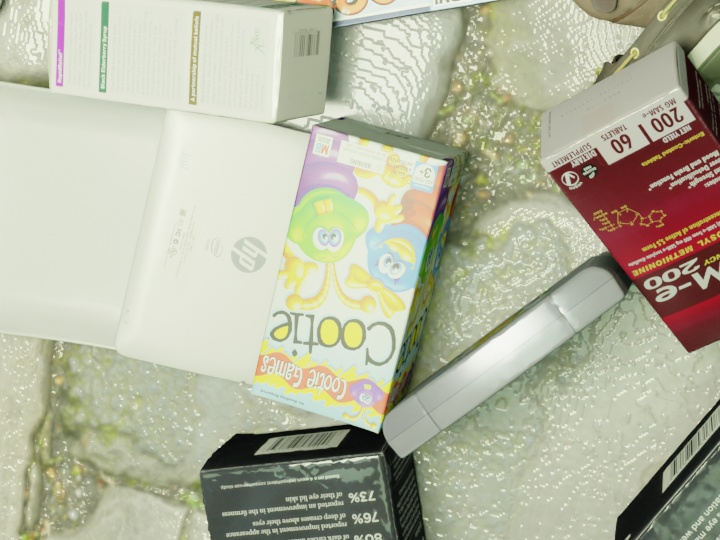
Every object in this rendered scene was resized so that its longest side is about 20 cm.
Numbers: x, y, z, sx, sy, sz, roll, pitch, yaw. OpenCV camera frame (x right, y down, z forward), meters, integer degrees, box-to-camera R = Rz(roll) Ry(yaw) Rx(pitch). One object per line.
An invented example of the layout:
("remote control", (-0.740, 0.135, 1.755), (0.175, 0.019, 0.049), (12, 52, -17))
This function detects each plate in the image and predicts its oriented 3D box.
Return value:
("plate", (-0.229, -0.044, 1.183), (0.198, 0.032, 0.202), (7, 100, 11))

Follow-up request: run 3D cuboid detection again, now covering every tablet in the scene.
("tablet", (-0.106, -0.018, 1.150), (0.129, 0.014, 0.202), (13, 100, -8))

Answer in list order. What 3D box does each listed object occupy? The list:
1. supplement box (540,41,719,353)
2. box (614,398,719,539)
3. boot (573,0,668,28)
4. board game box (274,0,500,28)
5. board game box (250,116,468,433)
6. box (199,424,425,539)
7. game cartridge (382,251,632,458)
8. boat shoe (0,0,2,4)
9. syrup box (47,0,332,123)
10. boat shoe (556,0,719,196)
("supplement box", (0.219, -0.045, 1.020), (0.108, 0.061, 0.200), (-27, 121, 27))
("box", (0.314, 0.185, 1.059), (0.200, 0.117, 0.197), (39, 104, 5))
("boot", (0.216, -0.256, 1.024), (0.145, 0.070, 0.201), (25, 114, -6))
("board game box", (0.014, -0.251, 1.096), (0.198, 0.034, 0.137), (-8, 97, 14))
("board game box", (0.000, 0.000, 1.104), (0.104, 0.103, 0.202), (15, 102, 9))
("box", (-0.027, 0.227, 1.146), (0.146, 0.104, 0.202), (-6, 98, 13))
("game cartridge", (0.105, 0.057, 1.076), (0.199, 0.133, 0.041), (-38, 90, 14))
("boat shoe", (-0.285, -0.243, 1.149), (0.199, 0.071, 0.092), (-20, 96, 21))
("syrup box", (-0.126, -0.161, 1.094), (0.198, 0.079, 0.082), (11, 105, 25))
("boat shoe", (0.200, -0.130, 1.048), (0.201, 0.071, 0.061), (-45, 63, 36))
